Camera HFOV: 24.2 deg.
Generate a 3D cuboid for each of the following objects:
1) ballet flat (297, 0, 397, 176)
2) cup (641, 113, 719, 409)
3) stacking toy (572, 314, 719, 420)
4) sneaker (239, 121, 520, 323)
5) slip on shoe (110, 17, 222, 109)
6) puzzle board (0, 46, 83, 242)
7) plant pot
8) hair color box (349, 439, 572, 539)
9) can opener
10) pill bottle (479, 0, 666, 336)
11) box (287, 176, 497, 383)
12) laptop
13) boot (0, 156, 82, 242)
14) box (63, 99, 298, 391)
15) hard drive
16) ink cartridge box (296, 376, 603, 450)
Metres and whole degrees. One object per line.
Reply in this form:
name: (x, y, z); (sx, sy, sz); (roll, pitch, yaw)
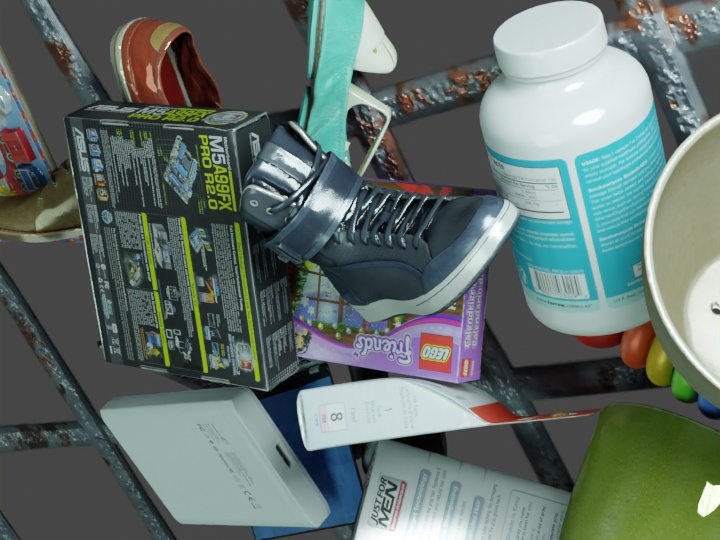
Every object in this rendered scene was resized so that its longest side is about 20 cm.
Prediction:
ballet flat: (-0.011, -0.130, 1.166); (0.070, 0.068, 0.202); (6, 118, -5)
cup: (0.259, 0.014, 1.021); (0.199, 0.201, 0.143); (32, 164, 9)
stacking toy: (0.229, 0.056, 1.145); (0.199, 0.085, 0.086); (28, 137, 22)
sneaker: (0.003, -0.039, 1.090); (0.146, 0.077, 0.202); (42, 153, -14)
slip on shoe: (-0.127, -0.097, 1.274); (0.061, 0.074, 0.201); (1, 120, 40)
puzzle board: (-0.330, -0.108, 1.453); (0.150, 0.017, 0.201); (0, 124, 35)
plant pot: (0.205, 0.227, 1.160); (0.186, 0.201, 0.187); (28, 164, 9)
hair color box: (0.094, 0.209, 1.298); (0.198, 0.100, 0.061); (16, 158, 0)
can opener: (0.011, 0.088, 1.349); (0.063, 0.078, 0.201); (-134, 23, -62)
pill bottle: (0.140, -0.067, 1.076); (0.110, 0.111, 0.201); (5, 127, 33)
box: (0.000, 0.000, 1.237); (0.199, 0.039, 0.138); (7, 95, 31)
laptop: (-0.108, 0.128, 1.388); (0.199, 0.117, 0.187); (26, 154, -26)
boot: (-0.235, -0.065, 1.382); (0.198, 0.074, 0.076); (-3, 111, 22)
box: (-0.131, -0.020, 1.238); (0.159, 0.044, 0.202); (6, 114, 31)
hard drive: (-0.124, 0.158, 1.404); (0.199, 0.027, 0.132); (-9, 120, 50)
ink cartridge box: (0.069, 0.093, 1.216); (0.198, 0.162, 0.058); (-12, 85, 11)
